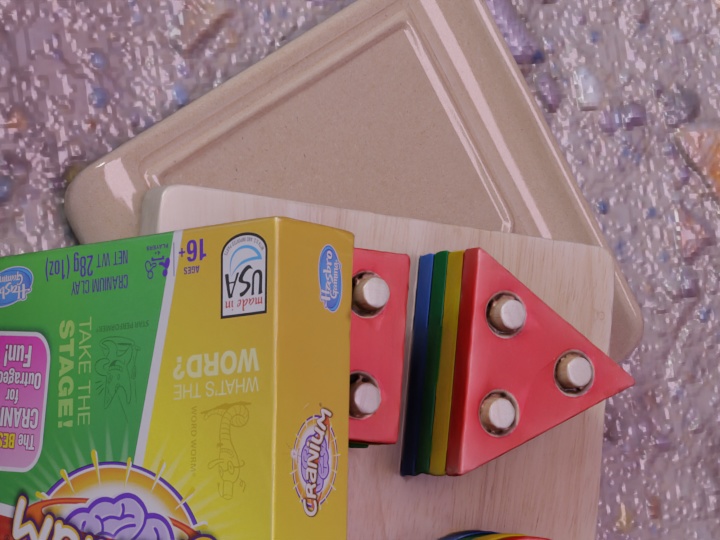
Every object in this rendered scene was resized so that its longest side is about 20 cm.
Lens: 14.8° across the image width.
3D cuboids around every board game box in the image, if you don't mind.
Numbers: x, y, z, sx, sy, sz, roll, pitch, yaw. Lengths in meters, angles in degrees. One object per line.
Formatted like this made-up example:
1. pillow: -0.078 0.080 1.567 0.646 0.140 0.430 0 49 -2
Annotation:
1. board game box: -0.072 0.090 0.960 0.040 0.153 0.201 12 75 -49

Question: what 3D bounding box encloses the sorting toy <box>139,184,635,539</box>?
1. sorting toy: 0.014 0.077 1.037 0.198 0.070 0.201 8 83 -27

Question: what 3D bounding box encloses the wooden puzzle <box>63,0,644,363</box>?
1. wooden puzzle: 0.000 0.000 1.098 0.200 0.037 0.185 -33 101 -27
